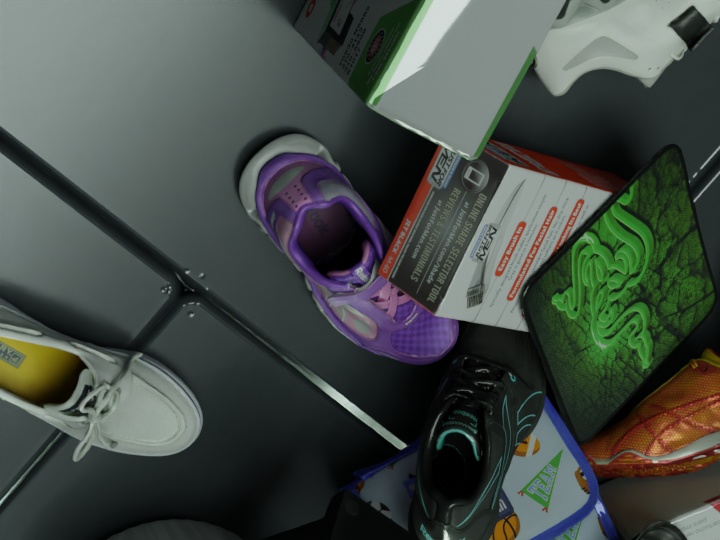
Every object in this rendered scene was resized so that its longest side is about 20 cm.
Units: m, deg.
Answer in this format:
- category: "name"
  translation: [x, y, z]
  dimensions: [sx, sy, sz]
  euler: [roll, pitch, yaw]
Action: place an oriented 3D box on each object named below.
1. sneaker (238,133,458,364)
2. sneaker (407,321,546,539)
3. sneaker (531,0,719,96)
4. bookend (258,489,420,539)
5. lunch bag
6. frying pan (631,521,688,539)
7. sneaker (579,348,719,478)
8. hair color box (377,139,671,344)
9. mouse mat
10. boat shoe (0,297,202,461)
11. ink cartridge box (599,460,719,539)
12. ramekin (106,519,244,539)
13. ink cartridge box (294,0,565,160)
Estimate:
- category: "sneaker"
  translation: [0.000, 0.000, 1.427]
  dimensions: [0.080, 0.088, 0.200]
  euler: [-43, 118, 0]
- category: "sneaker"
  translation: [0.082, 0.101, 1.445]
  dimensions: [0.075, 0.200, 0.079]
  euler: [9, 150, 9]
- category: "sneaker"
  translation: [0.205, -0.175, 1.439]
  dimensions: [0.199, 0.074, 0.089]
  euler: [-17, 115, -1]
- category: "bookend"
  translation: [-0.065, 0.271, 1.389]
  dimensions: [0.092, 0.199, 0.200]
  euler: [37, 140, -26]
- category: "lunch bag"
  translation: [0.093, 0.200, 1.518]
  dimensions: [0.170, 0.124, 0.200]
  euler: [-28, 108, -12]
- category: "frying pan"
  translation: [0.230, 0.233, 1.520]
  dimensions: [0.190, 0.031, 0.115]
  euler: [-4, 87, -54]
- category: "sneaker"
  translation: [0.242, 0.103, 1.544]
  dimensions: [0.200, 0.077, 0.073]
  euler: [-21, 160, 20]
- category: "hair color box"
  translation: [0.113, -0.020, 1.426]
  dimensions: [0.200, 0.064, 0.111]
  euler: [11, 109, -51]
- category: "mouse mat"
  translation: [0.184, 0.021, 1.479]
  dimensions: [0.161, 0.008, 0.200]
  euler: [-44, 142, -15]
- category: "boat shoe"
  translation: [-0.186, 0.079, 1.396]
  dimensions: [0.202, 0.086, 0.075]
  euler: [31, 98, -26]
- category: "ink cartridge box"
  translation: [0.268, 0.241, 1.611]
  dimensions: [0.144, 0.084, 0.200]
  euler: [-21, 116, -10]
- category: "ramekin"
  translation: [-0.131, 0.266, 1.483]
  dimensions: [0.202, 0.094, 0.203]
  euler: [-7, 113, -16]
- category: "ink cartridge box"
  translation: [0.044, -0.172, 1.312]
  dimensions: [0.084, 0.200, 0.145]
  euler: [25, 101, -22]
